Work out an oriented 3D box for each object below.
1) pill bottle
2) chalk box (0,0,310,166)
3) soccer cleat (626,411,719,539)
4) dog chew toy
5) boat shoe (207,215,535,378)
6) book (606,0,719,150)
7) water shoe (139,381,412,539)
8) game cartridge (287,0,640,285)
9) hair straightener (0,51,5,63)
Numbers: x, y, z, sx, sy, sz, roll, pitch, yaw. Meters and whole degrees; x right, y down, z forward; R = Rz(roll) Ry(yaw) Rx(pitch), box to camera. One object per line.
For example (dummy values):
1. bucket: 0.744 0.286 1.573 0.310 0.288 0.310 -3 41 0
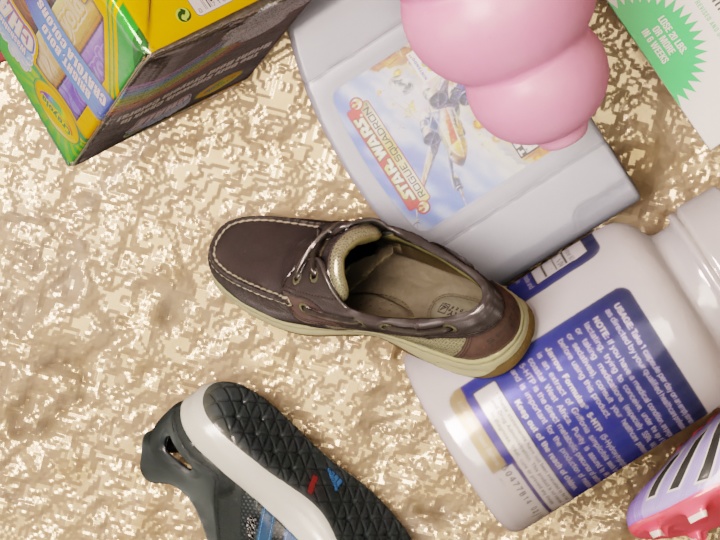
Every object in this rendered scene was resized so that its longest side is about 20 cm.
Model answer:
1. pill bottle: 0.136 0.044 1.575 0.200 0.120 0.120 -32 100 5
2. chalk box: -0.121 -0.147 1.496 0.124 0.200 0.124 -28 84 -28
3. soccer cleat: 0.224 0.089 1.598 0.200 0.067 0.077 -36 60 37
4. dog chew toy: 0.067 -0.154 1.503 0.124 0.125 0.200 -25 109 3
5. boat shoe: 0.000 0.000 1.548 0.200 0.065 0.073 13 64 27
6. book: 0.237 -0.179 1.576 0.200 0.048 0.134 -35 96 7
7. water shoe: -0.040 0.147 1.627 0.079 0.072 0.200 -34 103 33
8. game cartridge: 0.050 -0.088 1.590 0.133 0.042 0.200 -34 100 0
9. hair straightener: -0.255 -0.124 1.566 0.200 0.041 0.077 -27 101 1
